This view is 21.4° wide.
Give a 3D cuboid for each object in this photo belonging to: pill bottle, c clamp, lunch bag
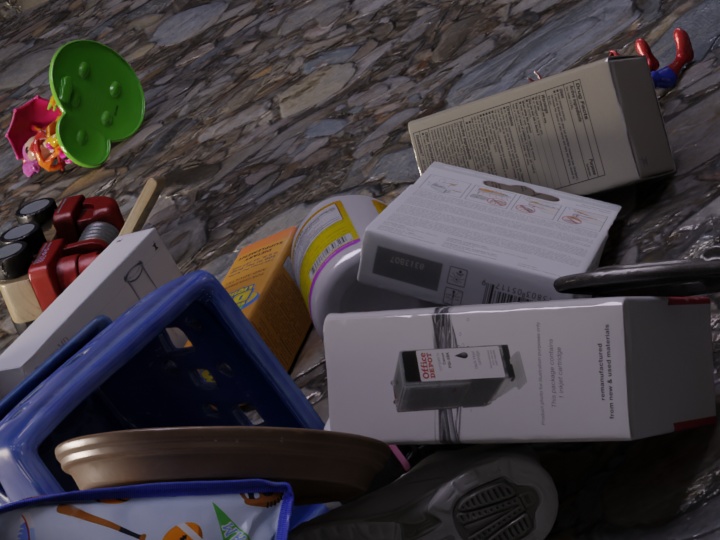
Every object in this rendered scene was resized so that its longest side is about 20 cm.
[{"bbox_3d":[0.000,0.000,1.552,0.104,0.104,0.200,-30,20,2],"label":"pill bottle"},{"bbox_3d":[0.218,0.001,1.172,0.171,0.027,0.200,-4,-3,34],"label":"c clamp"},{"bbox_3d":[-0.148,0.189,1.087,0.200,0.124,0.170,2,-20,-13],"label":"lunch bag"}]

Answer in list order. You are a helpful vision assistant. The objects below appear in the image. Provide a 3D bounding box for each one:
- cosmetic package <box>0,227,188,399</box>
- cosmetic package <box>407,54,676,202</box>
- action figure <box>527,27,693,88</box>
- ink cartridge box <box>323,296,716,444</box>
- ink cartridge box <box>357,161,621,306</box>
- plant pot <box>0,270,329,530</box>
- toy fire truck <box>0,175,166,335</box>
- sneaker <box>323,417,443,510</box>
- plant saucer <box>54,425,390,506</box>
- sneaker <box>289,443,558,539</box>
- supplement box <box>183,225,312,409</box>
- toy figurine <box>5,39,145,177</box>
[{"bbox_3d":[-0.200,0.082,1.566,0.052,0.151,0.200,-14,26,39],"label":"cosmetic package"},{"bbox_3d":[0.147,-0.102,1.570,0.200,0.105,0.071,-13,0,35],"label":"cosmetic package"},{"bbox_3d":[0.218,-0.168,1.669,0.065,0.099,0.200,-14,28,40],"label":"action figure"},{"bbox_3d":[0.098,0.061,1.166,0.200,0.083,0.147,-4,-2,31],"label":"ink cartridge box"},{"bbox_3d":[0.102,-0.020,1.440,0.162,0.057,0.200,15,17,12],"label":"ink cartridge box"},{"bbox_3d":[-0.157,0.139,1.317,0.200,0.200,0.180,-45,19,-33],"label":"plant pot"},{"bbox_3d":[-0.280,-0.035,2.028,0.200,0.129,0.176,-13,23,13],"label":"toy fire truck"},{"bbox_3d":[0.054,0.092,1.303,0.099,0.071,0.200,-14,21,49],"label":"sneaker"},{"bbox_3d":[-0.082,0.119,1.137,0.200,0.029,0.200,0,-14,0],"label":"plant saucer"},{"bbox_3d":[0.030,0.162,1.192,0.200,0.078,0.099,-21,11,9],"label":"sneaker"},{"bbox_3d":[-0.088,0.041,1.632,0.067,0.069,0.200,-22,23,24],"label":"supplement box"},{"bbox_3d":[-0.409,-0.187,2.592,0.184,0.150,0.200,-30,40,42],"label":"toy figurine"}]
